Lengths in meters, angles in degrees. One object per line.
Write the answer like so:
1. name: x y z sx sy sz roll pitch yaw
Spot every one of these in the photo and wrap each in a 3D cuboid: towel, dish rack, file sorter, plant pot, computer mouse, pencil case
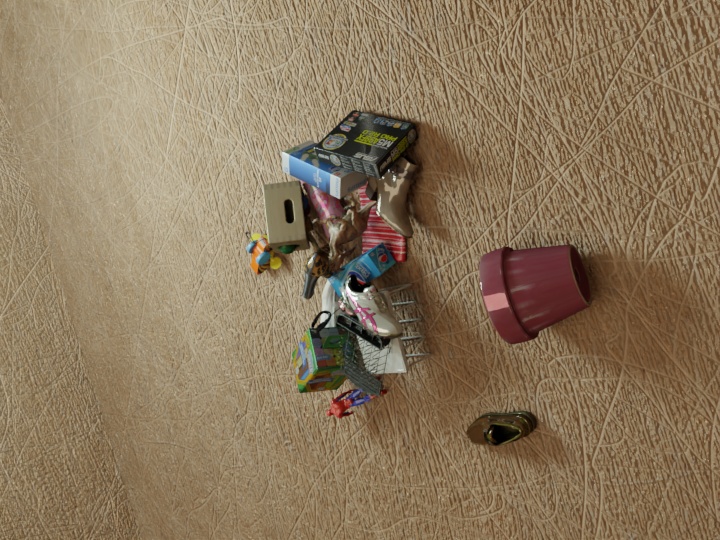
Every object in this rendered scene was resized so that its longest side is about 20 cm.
1. towel: 0.054 -0.124 1.712 0.144 0.022 0.202 10 111 40
2. dish rack: 0.002 0.215 1.680 0.153 0.054 0.202 29 122 36
3. file sorter: 0.077 0.143 1.708 0.138 0.124 0.202 -12 95 45
4. plant pot: 0.363 0.035 1.374 0.178 0.200 0.202 -18 91 29
5. computer mouse: -0.047 0.104 1.790 0.059 0.199 0.034 51 171 34
6. pencil case: -0.090 -0.183 1.786 0.087 0.087 0.202 -30 82 44

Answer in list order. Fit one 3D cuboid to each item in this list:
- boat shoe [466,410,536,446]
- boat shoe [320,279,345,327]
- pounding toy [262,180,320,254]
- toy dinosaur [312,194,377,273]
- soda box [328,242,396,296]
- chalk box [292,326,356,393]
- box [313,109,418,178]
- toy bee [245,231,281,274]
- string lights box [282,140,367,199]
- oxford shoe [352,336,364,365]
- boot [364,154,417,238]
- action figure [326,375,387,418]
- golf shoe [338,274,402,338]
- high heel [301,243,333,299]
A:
1. boat shoe: 0.319 0.379 1.601 0.199 0.068 0.072 -33 83 45
2. boat shoe: -0.068 0.104 1.874 0.068 0.072 0.202 20 115 20
3. pounding toy: -0.173 -0.120 1.819 0.184 0.140 0.203 91 171 -83
4. toy dinosaur: -0.027 -0.100 1.703 0.136 0.199 0.086 55 172 -25
5. soda box: 0.000 0.000 1.749 0.064 0.068 0.199 54 141 -4
6. chalk box: -0.092 0.233 1.830 0.200 0.124 0.125 125 137 -51
7. box: 0.013 -0.302 1.594 0.199 0.160 0.045 22 148 37
8. toy bee: -0.274 -0.065 1.998 0.132 0.108 0.200 57 159 1
9. string lights box: -0.089 -0.252 1.669 0.199 0.102 0.059 28 132 31
10. oxford shoe: -0.002 0.221 1.857 0.075 0.057 0.201 43 127 26
11. boot: 0.090 -0.196 1.603 0.200 0.070 0.147 49 123 22
12. action figure: -0.009 0.363 1.914 0.199 0.099 0.066 -31 79 22
13. golf shoe: 0.024 0.087 1.601 0.199 0.072 0.093 34 124 32
14. high heel: -0.095 -0.038 1.724 0.071 0.201 0.143 20 135 3
